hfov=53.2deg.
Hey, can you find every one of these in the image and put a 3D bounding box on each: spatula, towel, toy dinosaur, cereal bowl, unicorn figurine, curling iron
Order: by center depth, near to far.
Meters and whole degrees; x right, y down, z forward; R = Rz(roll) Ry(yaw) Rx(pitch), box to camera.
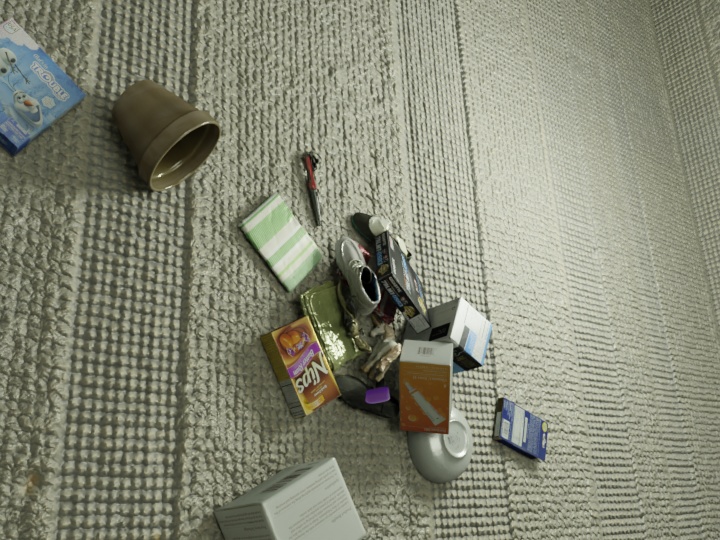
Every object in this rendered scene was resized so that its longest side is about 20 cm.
[{"bbox_3d":[0.043,0.277,1.691,0.200,0.056,0.021,-46,125,-85],"label":"spatula"},{"bbox_3d":[-0.024,0.104,1.713,0.047,0.088,0.203,-18,77,-6],"label":"toy dinosaur"},{"bbox_3d":[-0.188,-0.069,1.723,0.201,0.023,0.153,53,49,-13],"label":"towel"},{"bbox_3d":[-0.070,0.130,1.725,0.148,0.036,0.203,-22,89,-53],"label":"towel"},{"bbox_3d":[0.052,0.196,1.763,0.074,0.199,0.138,41,79,-26],"label":"unicorn figurine"},{"bbox_3d":[0.218,0.434,1.834,0.198,0.083,0.203,16,65,-36],"label":"cereal bowl"},{"bbox_3d":[-0.114,-0.212,1.834,0.049,0.025,0.204,3,72,-36],"label":"curling iron"},{"bbox_3d":[0.030,0.026,1.852,0.200,0.023,0.145,44,39,-19],"label":"towel"}]

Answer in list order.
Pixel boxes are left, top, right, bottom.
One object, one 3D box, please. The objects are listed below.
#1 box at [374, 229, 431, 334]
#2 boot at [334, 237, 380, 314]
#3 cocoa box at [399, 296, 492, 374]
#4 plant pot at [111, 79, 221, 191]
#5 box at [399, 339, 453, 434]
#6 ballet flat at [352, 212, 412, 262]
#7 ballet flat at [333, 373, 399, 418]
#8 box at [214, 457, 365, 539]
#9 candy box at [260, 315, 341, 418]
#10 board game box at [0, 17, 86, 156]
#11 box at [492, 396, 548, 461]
[{"bbox_3d":[0.105,0.028,1.828,0.200,0.049,0.201,55,16,-29],"label":"box"},{"bbox_3d":[0.000,0.000,1.733,0.073,0.096,0.203,-16,76,-24],"label":"boot"},{"bbox_3d":[0.217,0.180,1.849,0.131,0.199,0.135,38,52,-23],"label":"cocoa box"},{"bbox_3d":[-0.423,-0.298,1.514,0.174,0.200,0.200,46,49,4],"label":"plant pot"},{"bbox_3d":[0.159,0.281,1.738,0.098,0.122,0.203,-68,157,-61],"label":"box"},{"bbox_3d":[0.066,-0.092,1.912,0.200,0.068,0.068,44,45,-19],"label":"ballet flat"},{"bbox_3d":[0.008,0.305,1.738,0.198,0.057,0.067,31,83,-22],"label":"ballet flat"},{"bbox_3d":[-0.140,0.501,1.427,0.198,0.199,0.174,-21,85,-43],"label":"box"},{"bbox_3d":[-0.135,0.218,1.636,0.116,0.056,0.203,-23,91,-43],"label":"candy box"},{"bbox_3d":[-0.679,-0.360,1.402,0.200,0.043,0.200,47,49,-17],"label":"board game box"},{"bbox_3d":[0.461,0.459,2.063,0.199,0.032,0.123,31,56,-26],"label":"box"}]
